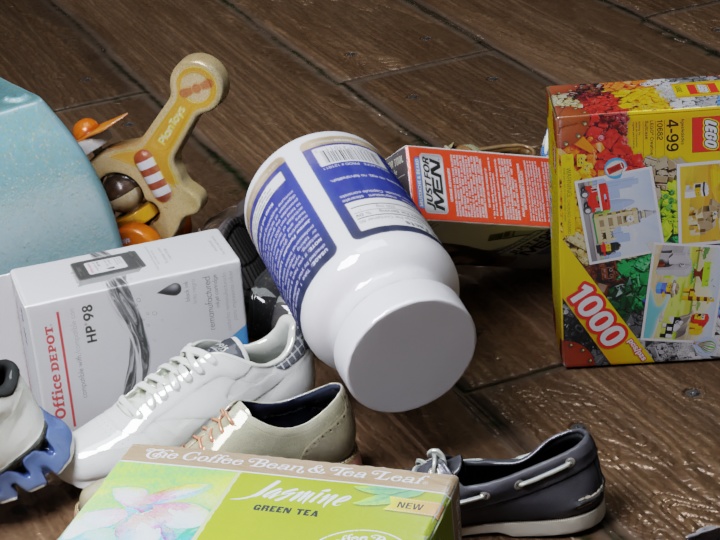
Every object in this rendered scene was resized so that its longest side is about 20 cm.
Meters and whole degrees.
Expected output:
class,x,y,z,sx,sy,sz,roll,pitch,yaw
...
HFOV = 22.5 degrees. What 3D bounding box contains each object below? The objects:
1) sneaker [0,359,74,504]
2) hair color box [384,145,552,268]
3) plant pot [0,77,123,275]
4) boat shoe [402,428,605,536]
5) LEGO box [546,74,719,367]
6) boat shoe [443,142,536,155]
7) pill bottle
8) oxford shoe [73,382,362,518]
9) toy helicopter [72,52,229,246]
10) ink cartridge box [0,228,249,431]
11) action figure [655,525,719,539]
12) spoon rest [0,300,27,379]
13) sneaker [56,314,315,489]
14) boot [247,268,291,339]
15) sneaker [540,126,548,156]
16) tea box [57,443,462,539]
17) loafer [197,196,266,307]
class,x,y,z,sx,sy,sz,roll,pitch,yaw
sneaker,-0.291,0.117,1.170,0.199,0.116,0.080,-34,35,-22
hair color box,0.094,-0.047,1.421,0.199,0.064,0.111,3,-17,-30
plant pot,-0.312,-0.045,1.444,0.195,0.201,0.196,-21,30,-32
boat shoe,0.058,0.134,1.165,0.199,0.063,0.073,-4,25,2
LEGO box,0.216,-0.037,1.340,0.148,0.201,0.077,-4,24,2
boat shoe,0.078,-0.074,1.538,0.076,0.074,0.200,33,29,33
pill bottle,0.000,0.000,1.257,0.115,0.116,0.200,-12,39,-16
oxford shoe,-0.097,0.122,1.203,0.199,0.074,0.071,-15,27,-22
toy helicopter,-0.175,-0.100,1.477,0.132,0.200,0.079,36,29,1
ink cartridge box,-0.185,0.051,1.319,0.199,0.116,0.067,-13,28,-16
action figure,0.218,0.198,1.007,0.130,0.070,0.200,-31,31,-31
spoon rest,-0.222,0.041,1.386,0.199,0.100,0.061,-5,33,-28
sneaker,-0.124,0.092,1.265,0.199,0.081,0.076,-20,31,-23
boot,0.001,0.015,1.444,0.131,0.070,0.200,11,33,13
sneaker,0.206,-0.108,1.634,0.075,0.077,0.200,1,24,15
tea box,-0.062,0.203,0.957,0.199,0.134,0.197,4,26,17
loafer,-0.111,-0.004,1.485,0.071,0.073,0.200,-27,8,12
